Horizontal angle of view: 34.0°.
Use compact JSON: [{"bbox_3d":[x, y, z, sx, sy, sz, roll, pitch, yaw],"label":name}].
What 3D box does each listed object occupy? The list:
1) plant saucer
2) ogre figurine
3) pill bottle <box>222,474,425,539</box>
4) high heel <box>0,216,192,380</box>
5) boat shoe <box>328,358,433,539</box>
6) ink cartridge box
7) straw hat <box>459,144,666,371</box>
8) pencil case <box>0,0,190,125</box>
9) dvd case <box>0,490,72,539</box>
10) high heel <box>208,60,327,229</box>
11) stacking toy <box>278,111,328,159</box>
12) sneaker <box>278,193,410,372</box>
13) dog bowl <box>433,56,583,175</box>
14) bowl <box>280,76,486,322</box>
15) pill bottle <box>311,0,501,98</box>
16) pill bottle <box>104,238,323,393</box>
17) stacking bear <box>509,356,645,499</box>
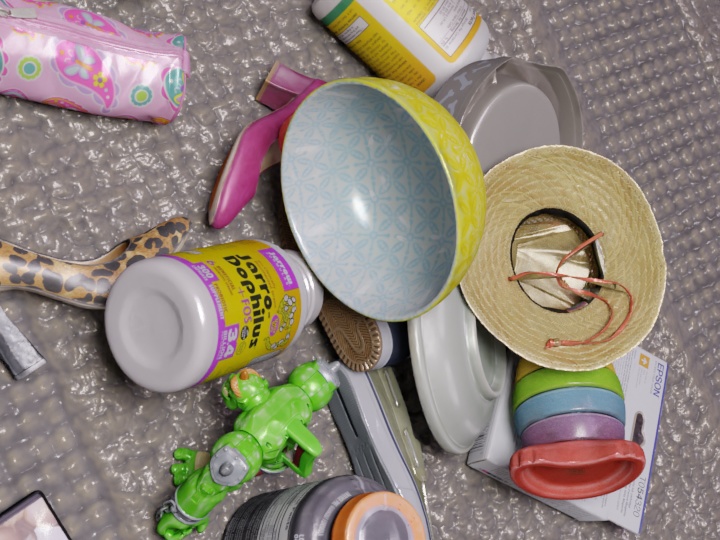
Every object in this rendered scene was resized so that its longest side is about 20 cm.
[{"bbox_3d":[0.097,0.066,1.084,0.200,0.050,0.203,-8,90,-69],"label":"plant saucer"},{"bbox_3d":[-0.080,0.135,0.976,0.198,0.120,0.099,-19,74,-32],"label":"ogre figurine"},{"bbox_3d":[-0.028,0.221,0.939,0.105,0.199,0.108,9,72,-28],"label":"pill bottle"},{"bbox_3d":[-0.242,-0.026,0.958,0.199,0.071,0.143,-39,103,-24],"label":"high heel"},{"bbox_3d":[0.030,0.169,1.067,0.061,0.072,0.202,-15,81,-33],"label":"boat shoe"},{"bbox_3d":[0.216,0.143,1.201,0.199,0.043,0.198,29,61,-21],"label":"ink cartridge box"},{"bbox_3d":[0.175,-0.006,1.076,0.198,0.085,0.204,0,85,-2],"label":"straw hat"},{"bbox_3d":[-0.245,-0.182,0.998,0.198,0.087,0.089,11,70,-29],"label":"pencil case"},{"bbox_3d":[-0.285,0.279,0.877,0.199,0.017,0.144,-34,95,-33],"label":"dvd case"},{"bbox_3d":[-0.071,-0.103,1.090,0.095,0.067,0.201,28,50,-10],"label":"high heel"},{"bbox_3d":[0.004,-0.102,1.099,0.198,0.085,0.087,12,69,-41],"label":"stacking toy"},{"bbox_3d":[0.000,0.000,1.102,0.108,0.070,0.202,-1,60,-48],"label":"sneaker"},{"bbox_3d":[0.129,-0.106,1.108,0.199,0.058,0.203,-18,116,-41],"label":"dog bowl"},{"bbox_3d":[0.038,-0.070,0.984,0.107,0.199,0.202,-24,88,-41],"label":"bowl"},{"bbox_3d":[0.057,-0.235,1.177,0.200,0.112,0.113,40,59,-14],"label":"pill bottle"},{"bbox_3d":[-0.111,0.030,0.973,0.199,0.103,0.105,-16,83,-60],"label":"pill bottle"},{"bbox_3d":[0.194,0.103,1.115,0.120,0.114,0.202,-5,61,7],"label":"stacking bear"}]
